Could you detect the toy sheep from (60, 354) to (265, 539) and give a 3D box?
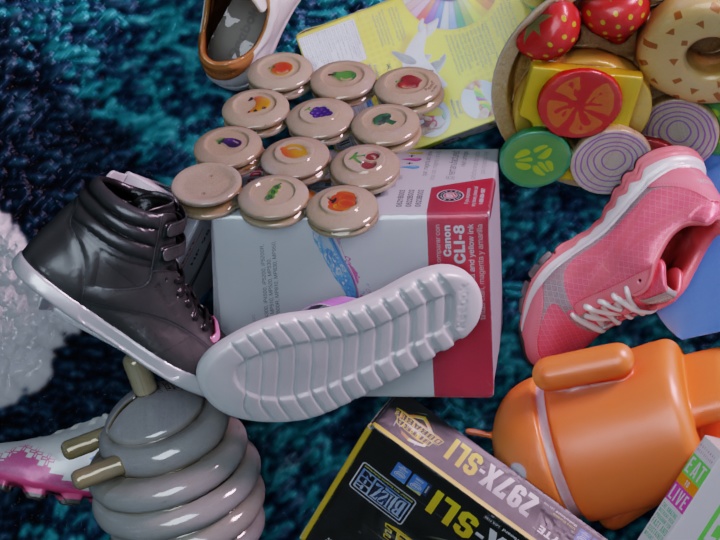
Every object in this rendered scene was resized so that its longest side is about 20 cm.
[{"bbox_3d":[-0.136,0.148,1.657,0.137,0.138,0.201,-13,119,6],"label":"toy sheep"}]

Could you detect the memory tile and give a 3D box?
[{"bbox_3d":[-0.037,-0.094,1.649,0.153,0.200,0.017,8,131,17],"label":"memory tile"}]

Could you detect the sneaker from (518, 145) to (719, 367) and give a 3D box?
[{"bbox_3d":[0.188,0.005,1.681,0.200,0.074,0.087,-52,42,19],"label":"sneaker"}]

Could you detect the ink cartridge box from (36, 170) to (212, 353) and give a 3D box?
[{"bbox_3d":[-0.157,-0.003,1.688,0.067,0.200,0.116,29,93,8],"label":"ink cartridge box"}]

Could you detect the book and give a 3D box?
[{"bbox_3d":[0.243,0.219,1.662,0.133,0.048,0.200,19,108,-36],"label":"book"}]

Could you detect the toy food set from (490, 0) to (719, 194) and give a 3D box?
[{"bbox_3d":[0.193,-0.128,1.672,0.199,0.049,0.198,4,131,-10],"label":"toy food set"}]

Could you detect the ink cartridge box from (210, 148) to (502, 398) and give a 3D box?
[{"bbox_3d":[0.000,0.000,1.679,0.199,0.145,0.145,-1,112,6],"label":"ink cartridge box"}]

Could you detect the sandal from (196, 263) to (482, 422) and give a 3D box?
[{"bbox_3d":[-0.015,0.048,1.590,0.202,0.050,0.083,-17,118,-7],"label":"sandal"}]

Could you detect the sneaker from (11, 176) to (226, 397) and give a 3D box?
[{"bbox_3d":[-0.128,0.011,1.580,0.200,0.071,0.099,33,102,-19],"label":"sneaker"}]

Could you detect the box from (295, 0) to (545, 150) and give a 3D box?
[{"bbox_3d":[0.064,-0.157,1.744,0.199,0.048,0.118,-19,86,8],"label":"box"}]

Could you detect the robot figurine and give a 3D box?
[{"bbox_3d":[0.183,0.121,1.685,0.199,0.144,0.117,-16,75,14],"label":"robot figurine"}]

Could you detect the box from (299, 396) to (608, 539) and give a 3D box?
[{"bbox_3d":[0.070,0.199,1.687,0.200,0.049,0.160,36,135,6],"label":"box"}]

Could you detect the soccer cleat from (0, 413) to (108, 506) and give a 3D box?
[{"bbox_3d":[-0.192,0.138,1.762,0.199,0.070,0.087,8,81,1],"label":"soccer cleat"}]

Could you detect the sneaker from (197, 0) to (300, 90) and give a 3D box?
[{"bbox_3d":[-0.067,-0.233,1.742,0.073,0.085,0.201,20,90,8],"label":"sneaker"}]

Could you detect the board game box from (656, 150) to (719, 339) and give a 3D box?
[{"bbox_3d":[0.301,-0.026,1.685,0.199,0.039,0.159,-15,57,34],"label":"board game box"}]
